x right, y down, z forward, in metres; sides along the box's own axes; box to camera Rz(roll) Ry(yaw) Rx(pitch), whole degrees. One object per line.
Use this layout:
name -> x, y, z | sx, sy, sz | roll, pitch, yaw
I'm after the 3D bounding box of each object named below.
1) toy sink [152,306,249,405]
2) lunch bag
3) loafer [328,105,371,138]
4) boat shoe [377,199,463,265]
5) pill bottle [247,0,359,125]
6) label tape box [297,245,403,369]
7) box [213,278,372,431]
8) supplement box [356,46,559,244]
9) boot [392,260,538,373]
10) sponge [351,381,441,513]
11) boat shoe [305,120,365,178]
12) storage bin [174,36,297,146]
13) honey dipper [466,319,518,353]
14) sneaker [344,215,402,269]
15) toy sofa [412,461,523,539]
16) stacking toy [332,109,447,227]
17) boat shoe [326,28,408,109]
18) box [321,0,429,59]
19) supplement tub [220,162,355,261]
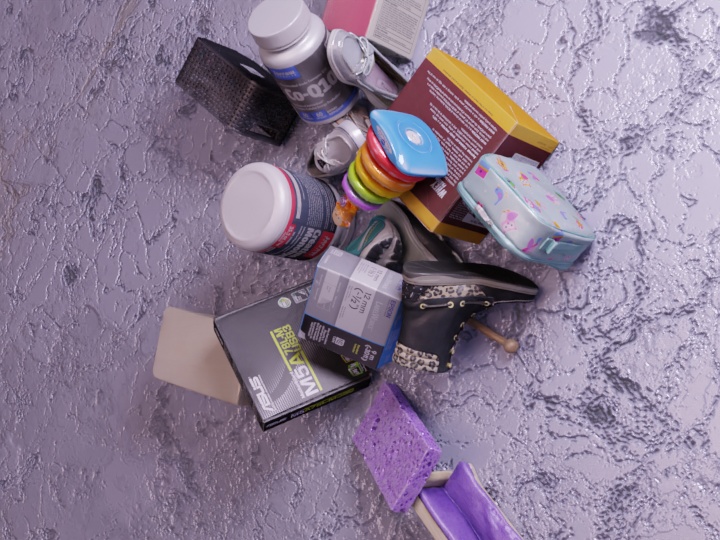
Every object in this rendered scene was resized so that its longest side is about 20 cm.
toy sink -> -0.240, 0.147, 1.829 | 0.200, 0.112, 0.131 | 12, 90, 32
lunch bag -> 0.229, -0.076, 1.453 | 0.077, 0.200, 0.161 | -47, 61, 24
loafer -> -0.022, -0.259, 1.753 | 0.063, 0.072, 0.200 | -53, 54, 9
boat shoe -> 0.095, -0.037, 1.638 | 0.200, 0.060, 0.076 | 57, 144, 28
pill bottle -> -0.090, -0.334, 1.672 | 0.113, 0.200, 0.114 | -15, 51, 19
label tape box -> 0.018, 0.069, 1.595 | 0.200, 0.066, 0.144 | 24, 126, 8
box -> -0.110, 0.130, 1.695 | 0.200, 0.193, 0.048 | 61, 158, 24
supplement box -> 0.141, -0.182, 1.576 | 0.200, 0.133, 0.197 | -53, 57, 19
boot -> 0.147, 0.069, 1.534 | 0.074, 0.203, 0.154 | -121, 38, -67
sponge -> 0.051, 0.262, 1.589 | 0.112, 0.030, 0.200 | -61, 26, 12
boat shoe -> -0.040, -0.182, 1.693 | 0.065, 0.200, 0.074 | -36, 90, -16
storage bin -> -0.212, -0.314, 1.855 | 0.200, 0.135, 0.094 | 40, 107, 33
honey dipper -> 0.157, 0.071, 1.594 | 0.200, 0.038, 0.038 | 31, 102, 31
sneaker -> 0.000, 0.000, 1.666 | 0.200, 0.077, 0.080 | -53, 37, 28
toy sofa -> 0.156, 0.374, 1.518 | 0.098, 0.083, 0.200 | -50, 58, 22
stacking toy -> 0.017, -0.130, 1.527 | 0.200, 0.110, 0.116 | -44, 62, 36
boat shoe -> 0.018, -0.312, 1.647 | 0.065, 0.202, 0.075 | 1, 68, 34
box -> 0.036, -0.456, 1.696 | 0.109, 0.128, 0.201 | 20, 95, 38
supplement tub -> -0.115, -0.090, 1.712 | 0.140, 0.200, 0.141 | -6, 80, 36
